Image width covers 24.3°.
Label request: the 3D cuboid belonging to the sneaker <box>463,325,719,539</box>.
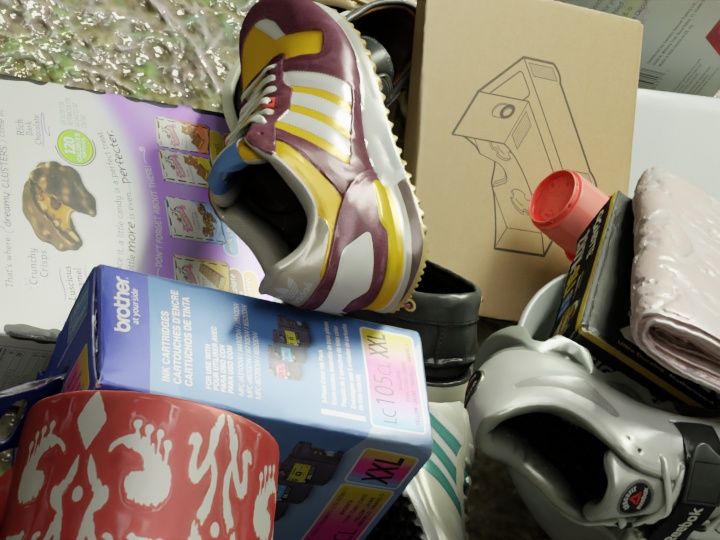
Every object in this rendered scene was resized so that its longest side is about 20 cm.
[{"bbox_3d":[0.140,0.101,0.793,0.199,0.074,0.089,20,27,4],"label":"sneaker"}]

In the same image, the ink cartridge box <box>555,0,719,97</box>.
[{"bbox_3d":[0.167,-0.211,1.172,0.199,0.145,0.145,10,51,-25],"label":"ink cartridge box"}]

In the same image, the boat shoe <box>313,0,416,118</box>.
[{"bbox_3d":[0.048,-0.127,1.096,0.200,0.074,0.069,39,60,-1],"label":"boat shoe"}]

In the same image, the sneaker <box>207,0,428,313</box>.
[{"bbox_3d":[-0.037,-0.067,0.825,0.090,0.075,0.201,4,47,-35],"label":"sneaker"}]

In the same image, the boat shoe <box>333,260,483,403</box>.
[{"bbox_3d":[0.002,0.000,0.911,0.073,0.063,0.201,-2,24,-30],"label":"boat shoe"}]

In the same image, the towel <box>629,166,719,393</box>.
[{"bbox_3d":[0.220,0.034,0.860,0.190,0.032,0.200,32,24,-5],"label":"towel"}]

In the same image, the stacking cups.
[{"bbox_3d":[0.180,0.009,1.025,0.200,0.060,0.061,32,42,-32],"label":"stacking cups"}]

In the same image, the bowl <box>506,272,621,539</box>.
[{"bbox_3d":[0.154,0.104,0.954,0.200,0.090,0.202,16,49,-19],"label":"bowl"}]

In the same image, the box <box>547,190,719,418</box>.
[{"bbox_3d":[0.198,0.059,0.898,0.199,0.049,0.160,33,33,-3],"label":"box"}]

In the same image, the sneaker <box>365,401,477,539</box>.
[{"bbox_3d":[0.040,0.109,0.895,0.093,0.070,0.200,-9,57,-29],"label":"sneaker"}]

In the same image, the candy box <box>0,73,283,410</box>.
[{"bbox_3d":[-0.148,-0.012,0.879,0.199,0.072,0.168,8,52,-26],"label":"candy box"}]

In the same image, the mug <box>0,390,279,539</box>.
[{"bbox_3d":[-0.114,0.152,0.653,0.177,0.133,0.201,21,63,-30],"label":"mug"}]

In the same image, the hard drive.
[{"bbox_3d":[0.181,-0.053,1.096,0.199,0.027,0.133,3,87,-29],"label":"hard drive"}]

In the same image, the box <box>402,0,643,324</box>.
[{"bbox_3d":[0.097,-0.068,1.020,0.163,0.021,0.201,8,85,-31],"label":"box"}]

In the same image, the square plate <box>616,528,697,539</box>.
[{"bbox_3d":[0.191,0.200,0.782,0.200,0.029,0.198,36,27,8],"label":"square plate"}]

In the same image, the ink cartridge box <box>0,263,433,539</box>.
[{"bbox_3d":[-0.084,0.078,0.800,0.199,0.137,0.077,14,44,-21],"label":"ink cartridge box"}]

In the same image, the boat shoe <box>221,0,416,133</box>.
[{"bbox_3d":[-0.017,-0.114,0.970,0.072,0.067,0.200,61,32,-8],"label":"boat shoe"}]
